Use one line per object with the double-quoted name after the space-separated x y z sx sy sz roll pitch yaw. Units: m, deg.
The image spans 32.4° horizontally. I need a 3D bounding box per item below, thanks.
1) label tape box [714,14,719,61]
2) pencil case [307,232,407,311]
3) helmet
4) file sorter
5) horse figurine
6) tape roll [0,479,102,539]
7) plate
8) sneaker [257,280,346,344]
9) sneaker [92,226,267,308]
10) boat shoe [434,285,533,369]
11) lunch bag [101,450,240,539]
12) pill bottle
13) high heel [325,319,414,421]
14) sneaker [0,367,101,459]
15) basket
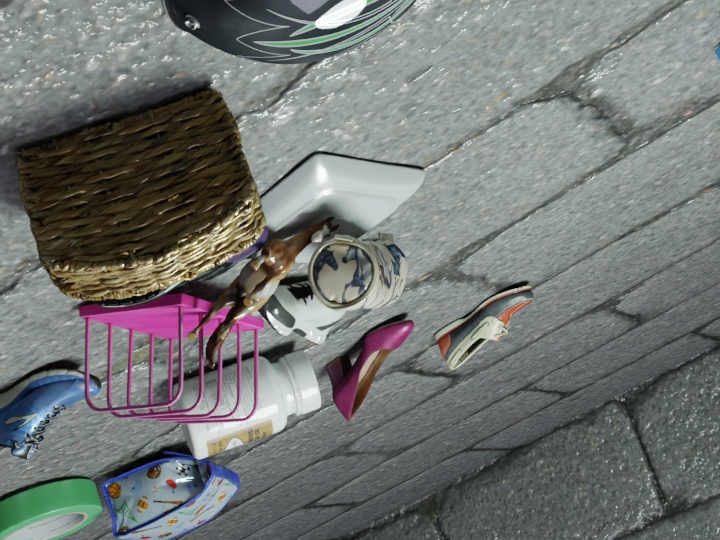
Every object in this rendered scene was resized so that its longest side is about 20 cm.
0.453 -0.234 1.317 0.063 0.146 0.200 -9 157 -33 "label tape box"
0.000 0.000 1.412 0.077 0.091 0.200 -3 180 13 "pencil case"
-0.036 -0.221 0.728 0.197 0.193 0.200 -20 161 -7 "helmet"
-0.217 0.111 1.457 0.137 0.128 0.200 -7 167 22 "file sorter"
-0.117 0.020 1.359 0.200 0.050 0.133 -48 180 34 "horse figurine"
-0.529 0.407 2.052 0.198 0.049 0.201 -20 161 -7 "tape roll"
-0.046 -0.058 1.401 0.199 0.033 0.198 -35 158 33 "plate"
-0.077 0.038 1.590 0.080 0.074 0.200 -43 160 11 "sneaker"
-0.188 -0.005 1.308 0.198 0.077 0.088 -24 158 3 "sneaker"
0.209 0.092 2.042 0.199 0.063 0.071 -35 156 28 "boat shoe"
-0.317 0.381 2.125 0.198 0.125 0.170 -23 160 6 "lunch bag"
-0.163 0.189 1.799 0.197 0.116 0.115 -18 161 -14 "pill bottle"
0.027 0.155 1.950 0.067 0.097 0.200 -3 153 -44 "high heel"
-0.410 0.188 1.557 0.198 0.090 0.079 -26 162 8 "sneaker"
-0.187 -0.044 1.107 0.197 0.144 0.149 -19 160 -9 "basket"
